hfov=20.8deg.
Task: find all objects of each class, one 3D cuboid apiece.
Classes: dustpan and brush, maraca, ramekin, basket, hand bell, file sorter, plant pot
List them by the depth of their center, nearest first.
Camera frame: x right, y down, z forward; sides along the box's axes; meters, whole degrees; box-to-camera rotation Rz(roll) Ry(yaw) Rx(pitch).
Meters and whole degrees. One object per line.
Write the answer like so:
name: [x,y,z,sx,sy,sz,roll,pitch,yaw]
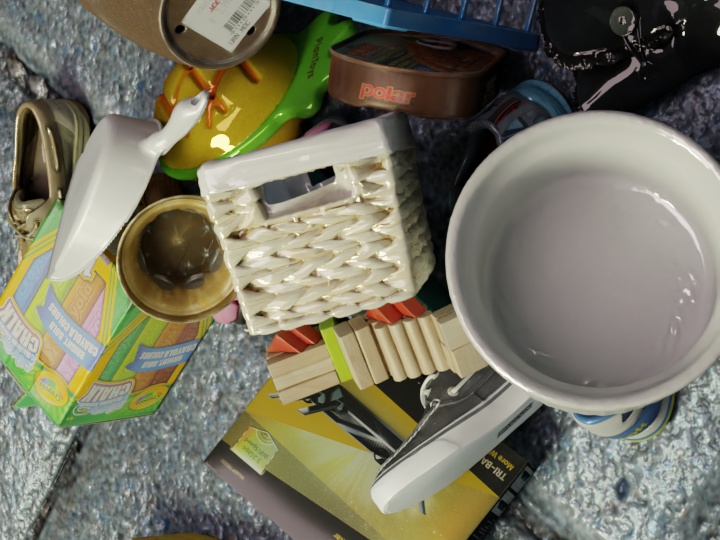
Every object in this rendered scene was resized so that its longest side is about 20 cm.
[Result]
ramekin: [0.159,0.002,1.311,0.200,0.098,0.201,-1,77,5]
basket: [-0.022,-0.036,1.367,0.135,0.200,0.124,-14,95,7]
file sorter: [0.032,-0.238,1.408,0.139,0.200,0.123,18,101,34]
plant pot: [-0.134,-0.238,1.492,0.187,0.187,0.200,-63,33,21]
dustpan and brush: [-0.175,-0.085,1.515,0.200,0.057,0.140,128,157,-47]
maraca: [-0.085,-0.138,1.551,0.200,0.107,0.137,-24,43,32]
hand bell: [-0.156,-0.042,1.590,0.200,0.104,0.104,-121,47,-66]

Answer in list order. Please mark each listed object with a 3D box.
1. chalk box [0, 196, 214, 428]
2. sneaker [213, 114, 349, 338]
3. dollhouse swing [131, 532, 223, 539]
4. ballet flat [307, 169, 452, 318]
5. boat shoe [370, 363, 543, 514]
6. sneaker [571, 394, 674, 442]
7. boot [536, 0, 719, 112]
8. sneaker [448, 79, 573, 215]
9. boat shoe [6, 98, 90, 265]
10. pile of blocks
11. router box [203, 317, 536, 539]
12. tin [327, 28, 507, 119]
chalk box: [-0.225,0.050,1.661,0.124,0.124,0.200,45,118,25]
sneaker: [-0.041,-0.028,1.564,0.095,0.079,0.200,29,112,8]
dollhouse swing: [-0.161,0.334,1.603,0.182,0.176,0.200,9,97,36]
ballet flat: [0.000,0.000,1.497,0.200,0.071,0.071,43,118,2]
boat shoe: [0.075,0.095,1.418,0.200,0.072,0.068,-39,72,-16]
sneaker: [0.185,0.024,1.385,0.074,0.082,0.200,2,92,37]
boot: [0.194,-0.215,1.364,0.168,0.076,0.200,-19,88,32]
sneaker: [0.091,-0.040,1.427,0.079,0.095,0.200,26,124,32]
boat shoe: [-0.284,-0.052,1.731,0.072,0.065,0.200,12,100,35]
pile of blocks: [0.015,0.040,1.422,0.200,0.082,0.062,-10,117,24]
router box: [0.006,0.148,1.485,0.200,0.052,0.157,37,87,18]
tin: [0.041,-0.143,1.411,0.112,0.200,0.042,14,106,10]
